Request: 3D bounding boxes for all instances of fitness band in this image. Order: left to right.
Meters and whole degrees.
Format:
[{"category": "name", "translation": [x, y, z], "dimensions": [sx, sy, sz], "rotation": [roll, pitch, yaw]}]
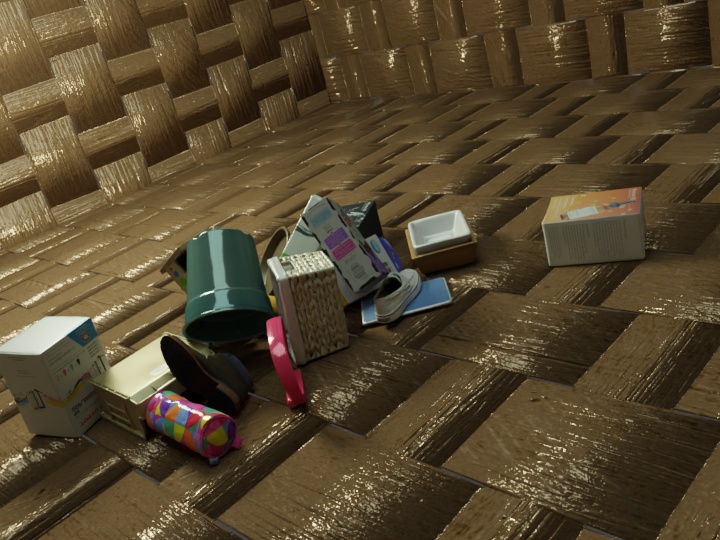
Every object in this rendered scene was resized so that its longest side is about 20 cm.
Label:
[{"category": "fitness band", "translation": [-0.139, 0.169, 1.358], "dimensions": [0.037, 0.145, 0.200], "rotation": [-16, 23, -5]}]

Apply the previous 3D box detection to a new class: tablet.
[{"category": "tablet", "translation": [0.099, 0.068, 1.604], "dimensions": [0.198, 0.014, 0.130], "rotation": [-15, 23, 4]}]

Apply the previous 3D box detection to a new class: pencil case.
[{"category": "pencil case", "translation": [-0.303, 0.276, 1.305], "dimensions": [0.199, 0.089, 0.088], "rotation": [11, 35, 43]}]

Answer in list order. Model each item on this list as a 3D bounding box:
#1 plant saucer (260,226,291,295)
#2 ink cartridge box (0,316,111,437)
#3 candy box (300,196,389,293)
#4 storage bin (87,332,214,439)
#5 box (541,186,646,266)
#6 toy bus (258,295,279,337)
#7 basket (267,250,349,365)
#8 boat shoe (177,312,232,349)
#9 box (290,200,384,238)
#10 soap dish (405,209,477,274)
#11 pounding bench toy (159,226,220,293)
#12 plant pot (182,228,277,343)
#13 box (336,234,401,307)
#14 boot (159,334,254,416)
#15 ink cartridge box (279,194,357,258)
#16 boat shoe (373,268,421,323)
[{"category": "plant saucer", "translation": [-0.214, -0.012, 1.825], "dimensions": [0.029, 0.201, 0.200], "rotation": [18, 12, -22]}, {"category": "ink cartridge box", "translation": [-0.617, 0.217, 1.497], "dimensions": [0.144, 0.201, 0.147], "rotation": [-1, 26, 27]}, {"category": "candy box", "translation": [-0.030, -0.052, 1.562], "dimensions": [0.071, 0.201, 0.168], "rotation": [-36, -5, 7]}, {"category": "storage bin", "translation": [-0.410, 0.228, 1.474], "dimensions": [0.198, 0.094, 0.200], "rotation": [9, 32, 44]}, {"category": "box", "translation": [0.512, -0.096, 1.583], "dimensions": [0.198, 0.107, 0.152], "rotation": [-5, 24, 25]}, {"category": "toy bus", "translation": [-0.227, 0.101, 1.663], "dimensions": [0.199, 0.079, 0.065], "rotation": [4, 29, 40]}, {"category": "basket", "translation": [-0.107, 0.071, 1.504], "dimensions": [0.122, 0.202, 0.136], "rotation": [-14, 22, -13]}, {"category": "boat shoe", "translation": [-0.355, 0.151, 1.641], "dimensions": [0.200, 0.070, 0.071], "rotation": [-41, -8, -6]}, {"category": "box", "translation": [-0.060, -0.082, 1.923], "dimensions": [0.195, 0.125, 0.200], "rotation": [-6, 24, 18]}, {"category": "soap dish", "translation": [0.196, -0.069, 1.769], "dimensions": [0.156, 0.082, 0.200], "rotation": [-14, 23, 5]}, {"category": "pounding bench toy", "translation": [-0.394, -0.016, 1.932], "dimensions": [0.124, 0.156, 0.200], "rotation": [-40, 3, 40]}, {"category": "plant pot", "translation": [-0.289, 0.030, 1.553], "dimensions": [0.198, 0.198, 0.201], "rotation": [-10, -23, -4]}, {"category": "box", "translation": [0.000, 0.000, 1.686], "dimensions": [0.199, 0.120, 0.041], "rotation": [-25, -9, -31]}, {"category": "boot", "translation": [-0.294, 0.189, 1.406], "dimensions": [0.075, 0.200, 0.097], "rotation": [-46, -3, 29]}, {"category": "ink cartridge box", "translation": [-0.103, -0.060, 1.731], "dimensions": [0.083, 0.201, 0.147], "rotation": [26, -3, 21]}, {"category": "boat shoe", "translation": [0.081, 0.037, 1.584], "dimensions": [0.073, 0.066, 0.200], "rotation": [-7, 25, 23]}]
